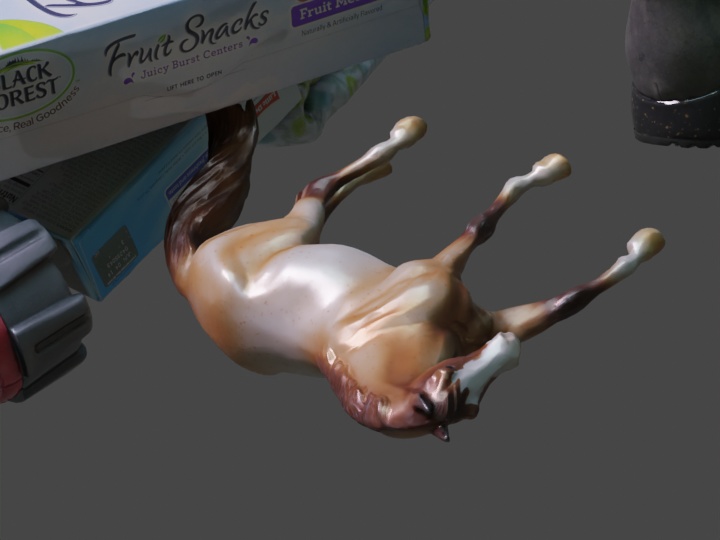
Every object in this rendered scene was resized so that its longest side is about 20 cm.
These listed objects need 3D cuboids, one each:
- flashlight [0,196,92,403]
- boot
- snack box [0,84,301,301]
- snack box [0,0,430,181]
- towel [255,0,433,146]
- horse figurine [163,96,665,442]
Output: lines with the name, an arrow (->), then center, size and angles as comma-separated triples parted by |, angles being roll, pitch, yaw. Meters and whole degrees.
flashlight -> -0.183, 0.051, 0.852 | 0.200, 0.068, 0.068 | -34, 16, -26
boot -> 0.153, -0.143, 0.973 | 0.068, 0.131, 0.200 | 8, 35, 36
snack box -> -0.134, -0.070, 1.015 | 0.200, 0.037, 0.116 | 25, 61, 37
snack box -> -0.095, -0.102, 0.945 | 0.200, 0.053, 0.142 | -20, 35, -26
towel -> -0.063, -0.110, 1.112 | 0.171, 0.048, 0.200 | -1, 30, 27
horse figurine -> 0.000, 0.000, 0.861 | 0.200, 0.050, 0.132 | 20, 48, 42
